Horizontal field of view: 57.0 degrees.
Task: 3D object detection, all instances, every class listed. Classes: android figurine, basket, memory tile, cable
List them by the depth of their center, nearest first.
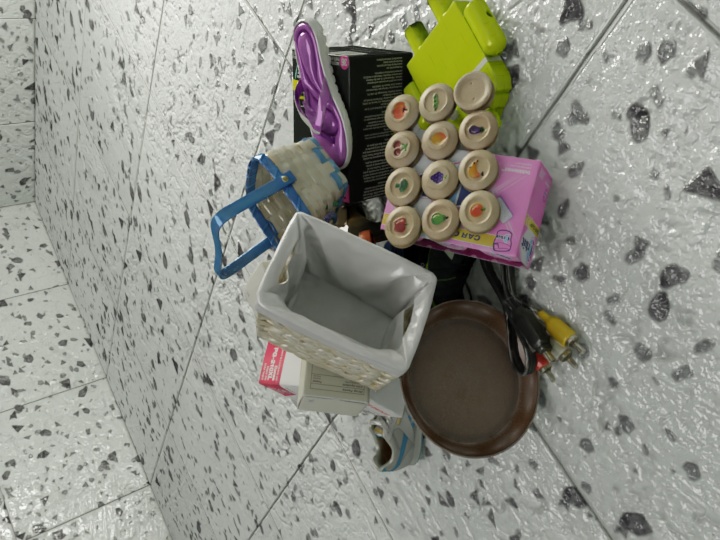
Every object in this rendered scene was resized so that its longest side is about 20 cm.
[{"bbox_3d":[0.096,-0.134,0.804,0.150,0.017,0.206,-8,73,28],"label":"memory tile"},{"bbox_3d":[-0.024,0.045,0.824,0.196,0.138,0.124,25,153,-3],"label":"basket"},{"bbox_3d":[0.124,-0.258,0.868,0.182,0.040,0.204,-40,68,52],"label":"android figurine"},{"bbox_3d":[0.211,0.054,0.873,0.098,0.049,0.203,-57,47,42],"label":"cable"},{"bbox_3d":[-0.117,-0.077,0.905,0.140,0.198,0.177,54,159,12],"label":"basket"}]

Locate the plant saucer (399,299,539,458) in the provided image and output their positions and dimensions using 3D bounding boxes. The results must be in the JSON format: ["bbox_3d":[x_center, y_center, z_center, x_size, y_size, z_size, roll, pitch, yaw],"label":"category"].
[{"bbox_3d":[0.140,0.141,0.869,0.204,0.196,0.032,66,159,11],"label":"plant saucer"}]

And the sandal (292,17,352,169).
[{"bbox_3d":[-0.065,-0.236,0.908,0.082,0.049,0.208,-8,99,54],"label":"sandal"}]

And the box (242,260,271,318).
[{"bbox_3d":[-0.096,0.021,1.130,0.069,0.197,0.083,56,132,20],"label":"box"}]

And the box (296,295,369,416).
[{"bbox_3d":[-0.032,0.089,0.916,0.078,0.092,0.205,119,159,-63],"label":"box"}]

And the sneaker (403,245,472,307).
[{"bbox_3d":[0.096,0.007,0.966,0.071,0.081,0.205,-29,79,54],"label":"sneaker"}]

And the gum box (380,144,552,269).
[{"bbox_3d":[0.124,-0.084,0.823,0.196,0.066,0.116,14,85,31],"label":"gum box"}]

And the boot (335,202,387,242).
[{"bbox_3d":[-0.020,-0.093,1.094,0.197,0.074,0.100,2,98,41],"label":"boot"}]

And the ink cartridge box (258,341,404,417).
[{"bbox_3d":[-0.038,0.166,1.049,0.196,0.144,0.086,-1,65,32],"label":"ink cartridge box"}]

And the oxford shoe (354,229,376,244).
[{"bbox_3d":[0.000,0.000,1.042,0.201,0.071,0.073,68,-169,-61],"label":"oxford shoe"}]

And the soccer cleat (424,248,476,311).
[{"bbox_3d":[0.137,-0.042,0.885,0.080,0.067,0.206,15,100,44],"label":"soccer cleat"}]

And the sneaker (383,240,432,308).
[{"bbox_3d":[0.069,0.051,1.032,0.077,0.069,0.205,-23,85,47],"label":"sneaker"}]

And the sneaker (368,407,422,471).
[{"bbox_3d":[0.059,0.239,1.104,0.076,0.079,0.206,11,105,52],"label":"sneaker"}]

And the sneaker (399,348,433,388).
[{"bbox_3d":[0.121,0.153,0.923,0.199,0.118,0.074,40,134,6],"label":"sneaker"}]

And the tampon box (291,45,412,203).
[{"bbox_3d":[-0.015,-0.224,0.995,0.148,0.124,0.205,25,122,46],"label":"tampon box"}]

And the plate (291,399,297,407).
[{"bbox_3d":[-0.111,0.135,1.220,0.032,0.199,0.205,-15,91,17],"label":"plate"}]
